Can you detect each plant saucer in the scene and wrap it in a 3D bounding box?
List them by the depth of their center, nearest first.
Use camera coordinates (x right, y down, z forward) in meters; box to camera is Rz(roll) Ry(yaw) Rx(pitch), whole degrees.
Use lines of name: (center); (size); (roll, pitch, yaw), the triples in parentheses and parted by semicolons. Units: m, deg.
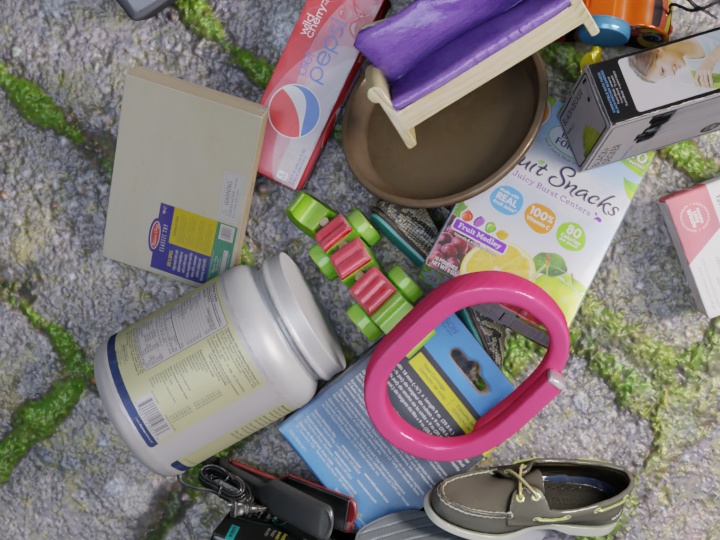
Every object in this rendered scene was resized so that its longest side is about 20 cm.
plant saucer: (0.078, -0.141, 1.239); (0.199, 0.029, 0.201); (-12, 60, 21)

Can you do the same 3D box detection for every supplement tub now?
supplement tub: (-0.128, 0.085, 1.258); (0.199, 0.145, 0.146); (-29, 90, 6)

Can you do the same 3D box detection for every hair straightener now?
hair straightener: (-0.101, 0.200, 1.269); (0.199, 0.077, 0.041); (22, 107, 31)

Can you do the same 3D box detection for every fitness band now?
fitness band: (0.091, 0.087, 1.188); (0.143, 0.038, 0.200); (36, 117, -17)

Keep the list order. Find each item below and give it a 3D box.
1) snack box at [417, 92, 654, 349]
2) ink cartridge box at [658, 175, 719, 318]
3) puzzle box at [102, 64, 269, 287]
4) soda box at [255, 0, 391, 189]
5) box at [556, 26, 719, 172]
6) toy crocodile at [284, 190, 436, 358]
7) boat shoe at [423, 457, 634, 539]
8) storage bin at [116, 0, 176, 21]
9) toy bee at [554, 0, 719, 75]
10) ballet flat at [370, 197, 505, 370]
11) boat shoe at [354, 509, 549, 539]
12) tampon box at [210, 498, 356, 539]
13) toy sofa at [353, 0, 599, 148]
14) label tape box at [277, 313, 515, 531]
snack box: (0.159, -0.050, 1.237); (0.142, 0.053, 0.201); (29, 74, 2)
ink cartridge box: (0.387, -0.046, 1.237); (0.199, 0.067, 0.117); (-21, 91, 7)
puzzle box: (-0.166, -0.080, 1.269); (0.132, 0.025, 0.201); (18, 123, 4)
soda box: (-0.044, -0.178, 1.277); (0.070, 0.063, 0.201); (25, 96, 4)
box: (0.283, -0.157, 1.191); (0.199, 0.117, 0.061); (-16, 77, -10)
toy crocodile: (0.000, 0.000, 1.257); (0.067, 0.062, 0.200); (-39, 59, 5)
boat shoe: (0.155, 0.202, 1.238); (0.200, 0.072, 0.061); (4, 134, -22)
storage bin: (-0.177, -0.328, 1.252); (0.199, 0.146, 0.135); (-33, 100, 7)
toy bee: (0.237, -0.221, 1.235); (0.199, 0.109, 0.132); (28, 90, 33)
ballet flat: (0.092, -0.002, 1.276); (0.075, 0.068, 0.200); (-36, 87, -8)
boat shoe: (0.086, 0.262, 1.249); (0.199, 0.074, 0.067); (-3, 114, -22)
tampon box: (-0.049, 0.314, 1.259); (0.199, 0.150, 0.127); (19, 95, 5)
toy sofa: (0.094, -0.202, 1.164); (0.199, 0.083, 0.098); (-30, 111, 12)
label tape box: (0.044, 0.138, 1.284); (0.200, 0.063, 0.144); (-39, 90, 6)
